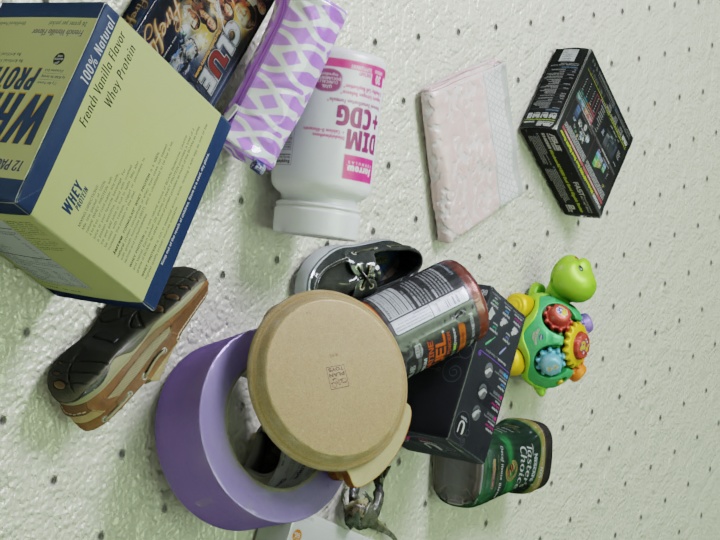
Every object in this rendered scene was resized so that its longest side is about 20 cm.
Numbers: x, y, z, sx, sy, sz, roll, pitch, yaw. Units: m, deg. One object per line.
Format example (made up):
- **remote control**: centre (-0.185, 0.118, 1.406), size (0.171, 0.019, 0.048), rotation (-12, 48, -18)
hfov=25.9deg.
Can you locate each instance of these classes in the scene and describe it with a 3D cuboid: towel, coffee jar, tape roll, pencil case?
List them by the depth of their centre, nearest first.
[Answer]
- **pencil case**: centre (-0.090, -0.203, 1.626), size (0.085, 0.084, 0.201), rotation (29, 86, -41)
- **tape roll**: centre (-0.109, 0.166, 1.627), size (0.199, 0.085, 0.202), rotation (13, 70, -38)
- **towel**: centre (0.146, -0.160, 2.036), size (0.191, 0.032, 0.202), rotation (-30, 118, -48)
- **coffee jar**: centre (0.182, 0.254, 2.099), size (0.199, 0.085, 0.105), rotation (-2, 96, -55)

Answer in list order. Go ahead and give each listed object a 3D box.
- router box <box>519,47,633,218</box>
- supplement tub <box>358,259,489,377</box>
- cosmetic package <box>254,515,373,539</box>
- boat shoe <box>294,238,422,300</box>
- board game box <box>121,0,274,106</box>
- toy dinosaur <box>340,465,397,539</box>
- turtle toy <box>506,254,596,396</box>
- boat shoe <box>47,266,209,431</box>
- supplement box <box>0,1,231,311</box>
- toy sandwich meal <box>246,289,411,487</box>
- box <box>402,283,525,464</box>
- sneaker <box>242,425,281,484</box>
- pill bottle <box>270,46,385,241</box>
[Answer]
- **router box**: centre (0.310, -0.194, 2.232), size (0.200, 0.062, 0.151), rotation (55, 52, -43)
- **supplement tub**: centre (0.045, 0.072, 1.826), size (0.199, 0.107, 0.108), rotation (-26, 118, -22)
- **cosmetic package**: centre (-0.047, 0.332, 1.821), size (0.200, 0.050, 0.083), rotation (33, 67, -51)
- **boat shoe**: centre (0.000, 0.000, 1.833), size (0.199, 0.056, 0.069), rotation (-21, 112, -51)
- **board game box**: centre (-0.166, -0.256, 1.584), size (0.136, 0.034, 0.201), rotation (53, 53, -44)
- **toy dinosaur**: centre (0.009, 0.277, 1.892), size (0.200, 0.047, 0.089), rotation (42, 44, -67)
- **turtle toy**: centre (0.272, 0.077, 2.185), size (0.145, 0.100, 0.202), rotation (16, 82, -54)
- **boat shoe**: centre (-0.223, 0.076, 1.530), size (0.200, 0.075, 0.074), rotation (-45, 135, -31)
- **supplement box**: centre (-0.252, -0.102, 1.402), size (0.200, 0.133, 0.202), rotation (43, 61, -48)
- **toy sandwich meal**: centre (-0.035, 0.119, 1.609), size (0.203, 0.070, 0.207), rotation (9, 72, -27)
- **box**: centre (0.110, 0.123, 1.948), size (0.106, 0.121, 0.202), rotation (37, 65, -50)
- **sneaker**: centre (-0.065, 0.188, 1.758), size (0.200, 0.074, 0.091), rotation (-54, 135, -38)
- **pill bottle**: centre (-0.038, -0.137, 1.712), size (0.113, 0.113, 0.202), rotation (7, 89, -54)
